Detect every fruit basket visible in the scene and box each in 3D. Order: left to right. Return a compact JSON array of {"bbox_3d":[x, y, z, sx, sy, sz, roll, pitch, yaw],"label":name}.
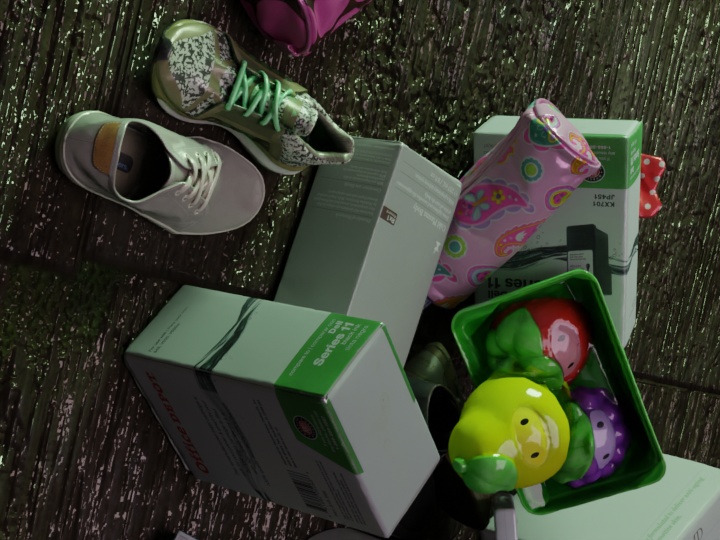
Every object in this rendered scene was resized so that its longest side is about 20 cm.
[{"bbox_3d":[0.158,0.115,1.247,0.216,0.154,0.217,56,23,-39],"label":"fruit basket"}]

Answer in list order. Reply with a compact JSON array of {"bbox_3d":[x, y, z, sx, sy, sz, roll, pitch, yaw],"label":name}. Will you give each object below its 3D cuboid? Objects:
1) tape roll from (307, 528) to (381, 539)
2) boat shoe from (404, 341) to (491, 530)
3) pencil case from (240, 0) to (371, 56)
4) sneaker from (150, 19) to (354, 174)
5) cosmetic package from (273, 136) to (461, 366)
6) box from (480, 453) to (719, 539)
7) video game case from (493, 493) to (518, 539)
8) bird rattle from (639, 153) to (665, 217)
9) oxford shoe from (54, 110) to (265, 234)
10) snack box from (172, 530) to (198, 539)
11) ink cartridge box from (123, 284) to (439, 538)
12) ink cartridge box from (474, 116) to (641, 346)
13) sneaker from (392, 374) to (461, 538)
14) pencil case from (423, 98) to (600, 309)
[{"bbox_3d":[0.012,0.341,1.278,0.202,0.138,0.205,-15,110,-47],"label":"tape roll"},{"bbox_3d":[0.087,0.160,1.378,0.063,0.073,0.202,-44,123,-29],"label":"boat shoe"},{"bbox_3d":[-0.010,-0.244,1.148,0.200,0.090,0.094,-42,143,-33],"label":"pencil case"},{"bbox_3d":[-0.072,-0.128,1.095,0.199,0.088,0.078,26,79,-50],"label":"sneaker"},{"bbox_3d":[0.000,0.000,1.219,0.107,0.090,0.202,27,75,-53],"label":"cosmetic package"},{"bbox_3d":[0.265,0.305,1.529,0.199,0.199,0.173,-35,122,-39],"label":"box"},{"bbox_3d":[0.139,0.311,1.337,0.182,0.023,0.202,40,47,-83],"label":"video game case"},{"bbox_3d":[0.231,-0.059,1.480,0.163,0.112,0.201,34,69,-32],"label":"bird rattle"},{"bbox_3d":[-0.132,-0.067,1.064,0.199,0.057,0.076,18,83,-53],"label":"oxford shoe"},{"bbox_3d":[-0.081,0.299,1.130,0.117,0.199,0.037,-62,-179,-19],"label":"snack box"},{"bbox_3d":[-0.059,0.100,1.083,0.083,0.199,0.147,-51,135,-33],"label":"ink cartridge box"},{"bbox_3d":[0.182,-0.035,1.360,0.083,0.145,0.202,-42,132,-66],"label":"ink cartridge box"},{"bbox_3d":[0.047,0.173,1.303,0.075,0.106,0.201,-46,131,-33],"label":"sneaker"},{"bbox_3d":[0.114,-0.055,1.275,0.200,0.088,0.087,-44,146,22],"label":"pencil case"}]
